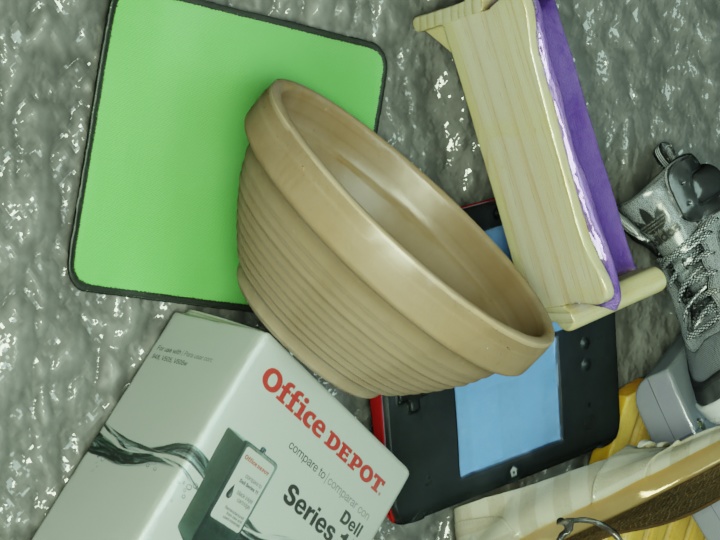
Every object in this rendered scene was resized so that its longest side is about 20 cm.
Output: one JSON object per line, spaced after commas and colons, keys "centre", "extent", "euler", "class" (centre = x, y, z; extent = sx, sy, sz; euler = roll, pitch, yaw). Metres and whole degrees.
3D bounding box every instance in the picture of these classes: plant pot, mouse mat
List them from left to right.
{"centre": [-0.068, -0.059, 1.137], "extent": [0.199, 0.007, 0.163], "euler": [9, 92, -42], "class": "mouse mat"}
{"centre": [0.000, 0.000, 1.102], "extent": [0.093, 0.201, 0.200], "euler": [-47, 131, 12], "class": "plant pot"}

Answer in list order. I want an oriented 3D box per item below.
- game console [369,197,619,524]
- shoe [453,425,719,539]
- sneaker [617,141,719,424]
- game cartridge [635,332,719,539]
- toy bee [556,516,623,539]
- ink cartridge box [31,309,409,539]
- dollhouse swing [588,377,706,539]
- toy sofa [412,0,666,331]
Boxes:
{"centre": [0.082, 0.044, 1.265], "extent": [0.199, 0.031, 0.179], "euler": [-15, 102, -38], "class": "game console"}
{"centre": [0.148, 0.132, 1.266], "extent": [0.199, 0.054, 0.070], "euler": [-24, 154, 5], "class": "shoe"}
{"centre": [0.208, 0.002, 1.316], "extent": [0.114, 0.075, 0.201], "euler": [38, 37, -19], "class": "sneaker"}
{"centre": [0.253, 0.135, 1.363], "extent": [0.201, 0.041, 0.133], "euler": [58, 37, -3], "class": "game cartridge"}
{"centre": [0.037, 0.208, 1.110], "extent": [0.198, 0.109, 0.132], "euler": [-4, 78, -23], "class": "toy bee"}
{"centre": [-0.082, 0.144, 1.107], "extent": [0.147, 0.083, 0.201], "euler": [45, 66, -37], "class": "ink cartridge box"}
{"centre": [0.232, 0.196, 1.354], "extent": [0.200, 0.181, 0.177], "euler": [34, 86, -39], "class": "dollhouse swing"}
{"centre": [0.113, -0.072, 1.208], "extent": [0.082, 0.097, 0.202], "euler": [-20, 95, -38], "class": "toy sofa"}
